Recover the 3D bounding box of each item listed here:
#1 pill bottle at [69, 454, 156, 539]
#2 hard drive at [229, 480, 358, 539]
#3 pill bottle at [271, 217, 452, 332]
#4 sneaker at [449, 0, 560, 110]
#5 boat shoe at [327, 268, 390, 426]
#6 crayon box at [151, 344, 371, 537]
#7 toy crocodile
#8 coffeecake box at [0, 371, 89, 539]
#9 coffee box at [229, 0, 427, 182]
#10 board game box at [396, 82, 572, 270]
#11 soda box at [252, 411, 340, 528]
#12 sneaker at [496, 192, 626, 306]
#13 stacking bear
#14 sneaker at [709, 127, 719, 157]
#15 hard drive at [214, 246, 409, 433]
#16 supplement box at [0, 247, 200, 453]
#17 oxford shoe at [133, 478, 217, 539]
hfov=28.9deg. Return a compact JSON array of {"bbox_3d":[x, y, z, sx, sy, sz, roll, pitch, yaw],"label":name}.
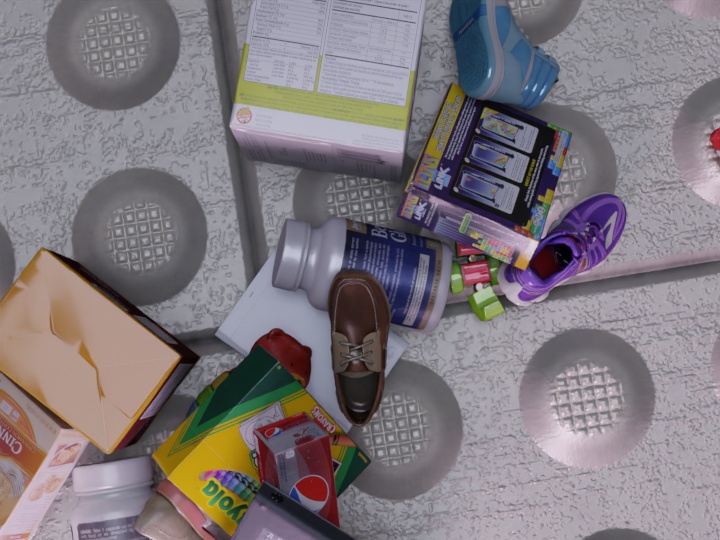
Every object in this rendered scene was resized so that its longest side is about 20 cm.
[{"bbox_3d":[-0.277,0.322,1.628,0.112,0.113,0.203,-8,86,-1],"label":"pill bottle"},{"bbox_3d":[-0.051,0.333,1.497,0.199,0.033,0.140,32,118,3],"label":"hard drive"},{"bbox_3d":[0.000,0.000,1.644,0.197,0.111,0.113,12,85,-10],"label":"pill bottle"},{"bbox_3d":[0.181,-0.279,1.711,0.129,0.079,0.202,16,59,-29],"label":"sneaker"},{"bbox_3d":[0.000,0.091,1.596,0.075,0.072,0.202,-4,124,4],"label":"boat shoe"},{"bbox_3d":[-0.108,0.213,1.573,0.173,0.058,0.200,-46,126,-9],"label":"crayon box"},{"bbox_3d":[0.132,-0.038,1.688,0.067,0.062,0.203,-10,85,-2],"label":"toy crocodile"},{"bbox_3d":[-0.423,0.221,1.615,0.153,0.073,0.201,36,98,23],"label":"coffeecake box"},{"bbox_3d":[-0.032,-0.229,1.634,0.197,0.200,0.201,9,84,1],"label":"coffee box"},{"bbox_3d":[0.148,-0.113,1.646,0.164,0.057,0.201,22,48,2],"label":"board game box"},{"bbox_3d":[-0.066,0.263,1.543,0.069,0.063,0.202,-17,117,-23],"label":"soda box"},{"bbox_3d":[0.254,-0.026,1.662,0.199,0.083,0.081,-38,90,-26],"label":"sneaker"},{"bbox_3d":[-0.133,0.161,1.636,0.121,0.114,0.201,37,92,-37],"label":"stacking bear"},{"bbox_3d":[0.504,-0.214,1.702,0.085,0.077,0.200,41,86,8],"label":"sneaker"},{"bbox_3d":[-0.058,0.083,1.694,0.199,0.026,0.132,36,86,3],"label":"hard drive"},{"bbox_3d":[-0.308,0.092,1.603,0.196,0.200,0.133,37,87,3],"label":"supplement box"},{"bbox_3d":[-0.202,0.321,1.603,0.075,0.201,0.070,-45,43,-21],"label":"oxford shoe"}]
